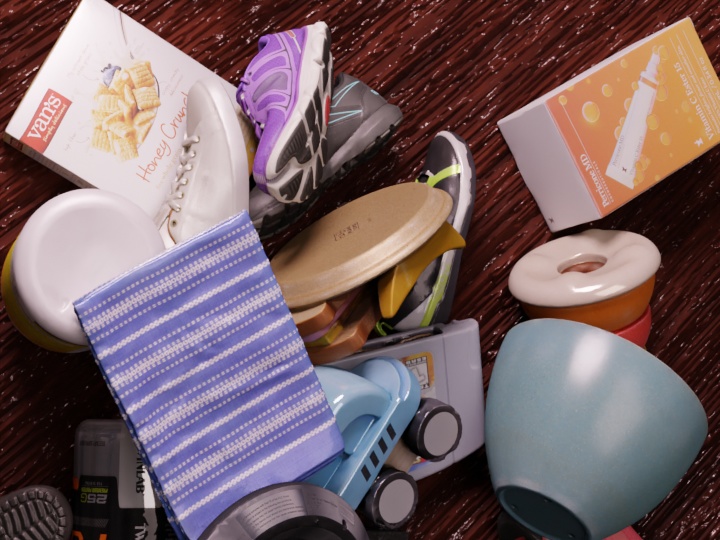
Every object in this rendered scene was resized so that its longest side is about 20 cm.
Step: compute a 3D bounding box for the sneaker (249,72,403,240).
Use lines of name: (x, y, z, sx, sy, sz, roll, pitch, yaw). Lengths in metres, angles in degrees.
sneaker: (-0.051, -0.103, 1.046, 0.079, 0.075, 0.200, 47, 63, 3)

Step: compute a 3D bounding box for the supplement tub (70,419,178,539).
supplement tub: (-0.170, 0.221, 0.925, 0.120, 0.122, 0.204, 3, 82, -21)

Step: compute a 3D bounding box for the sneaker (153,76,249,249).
sneaker: (-0.138, -0.058, 0.954, 0.083, 0.073, 0.204, -5, 89, -24)

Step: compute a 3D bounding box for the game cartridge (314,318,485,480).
game cartridge: (0.021, 0.127, 1.036, 0.197, 0.041, 0.136, -13, 104, -18)

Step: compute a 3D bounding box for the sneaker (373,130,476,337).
sneaker: (0.051, -0.037, 1.070, 0.081, 0.072, 0.204, 13, 80, -19)

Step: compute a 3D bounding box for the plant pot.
plant pot: (0.187, 0.160, 1.023, 0.199, 0.200, 0.136, 39, 63, -13)

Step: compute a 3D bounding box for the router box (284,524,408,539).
router box: (-0.052, 0.276, 0.913, 0.198, 0.051, 0.152, 12, 80, -41)

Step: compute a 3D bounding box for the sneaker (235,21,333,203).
sneaker: (-0.069, -0.131, 0.980, 0.082, 0.082, 0.202, -2, 43, 8)

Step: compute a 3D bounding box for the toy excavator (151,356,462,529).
toy excavator: (-0.046, 0.132, 0.912, 0.200, 0.099, 0.196, 42, 76, -32)

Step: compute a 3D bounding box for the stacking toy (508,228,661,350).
stacking toy: (0.230, 0.074, 1.120, 0.144, 0.146, 0.203, -24, 112, -22)

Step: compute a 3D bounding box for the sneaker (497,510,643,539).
sneaker: (0.213, 0.263, 1.113, 0.199, 0.074, 0.088, 32, 58, -18)

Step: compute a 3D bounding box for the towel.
towel: (-0.101, 0.080, 0.821, 0.143, 0.024, 0.203, -29, 107, -21)

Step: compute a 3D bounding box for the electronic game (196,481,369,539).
electronic game: (-0.063, 0.253, 0.838, 0.198, 0.041, 0.204, -10, 105, -42)

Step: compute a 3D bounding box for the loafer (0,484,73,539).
loafer: (-0.309, 0.226, 0.896, 0.197, 0.071, 0.074, -21, 87, -3)

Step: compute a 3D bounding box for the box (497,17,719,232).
box: (0.257, -0.144, 1.150, 0.198, 0.097, 0.126, -31, 96, -21)

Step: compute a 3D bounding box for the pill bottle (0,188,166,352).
pill bottle: (-0.217, 0.006, 0.888, 0.107, 0.200, 0.112, 2, 83, -21)

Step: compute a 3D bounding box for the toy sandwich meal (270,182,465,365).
toy sandwich meal: (0.000, 0.000, 0.987, 0.204, 0.204, 0.071, -36, 109, -21)

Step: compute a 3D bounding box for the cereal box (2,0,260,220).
cereal box: (-0.186, -0.123, 1.002, 0.198, 0.039, 0.146, 31, 75, -16)
